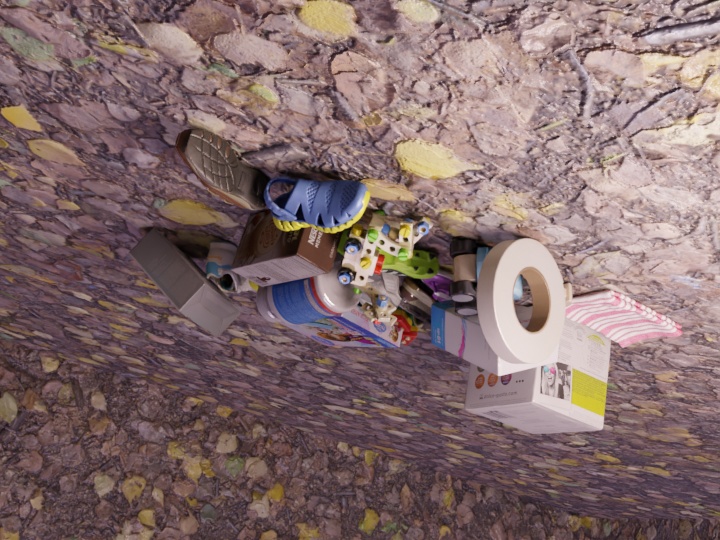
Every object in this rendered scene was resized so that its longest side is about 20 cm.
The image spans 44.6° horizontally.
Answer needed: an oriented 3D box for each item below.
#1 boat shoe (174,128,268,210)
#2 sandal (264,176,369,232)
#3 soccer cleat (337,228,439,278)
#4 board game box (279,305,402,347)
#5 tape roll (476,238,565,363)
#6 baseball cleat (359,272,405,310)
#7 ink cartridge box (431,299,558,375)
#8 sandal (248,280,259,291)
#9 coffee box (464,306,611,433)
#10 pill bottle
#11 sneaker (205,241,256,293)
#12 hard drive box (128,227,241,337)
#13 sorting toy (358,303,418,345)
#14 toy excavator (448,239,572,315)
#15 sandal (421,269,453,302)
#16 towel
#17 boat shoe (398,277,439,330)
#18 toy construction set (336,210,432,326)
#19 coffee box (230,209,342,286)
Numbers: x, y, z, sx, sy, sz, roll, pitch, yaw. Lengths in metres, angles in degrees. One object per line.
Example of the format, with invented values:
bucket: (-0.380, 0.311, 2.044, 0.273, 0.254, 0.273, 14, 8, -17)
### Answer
boat shoe: (-0.225, -0.151, 1.379, 0.073, 0.076, 0.200, 3, 157, 34)
sandal: (-0.077, -0.109, 1.370, 0.199, 0.080, 0.087, -5, 144, 35)
soccer cleat: (0.042, -0.022, 1.561, 0.199, 0.068, 0.081, 16, 166, -11)
board game box: (-0.051, 0.107, 1.776, 0.199, 0.041, 0.200, -2, 157, 39)
tape roll: (0.261, 0.049, 1.408, 0.037, 0.204, 0.202, -7, 151, 46)
baseball cleat: (0.000, 0.000, 1.654, 0.200, 0.106, 0.070, 43, -169, -12)
ink cartridge box: (0.241, 0.112, 1.583, 0.144, 0.085, 0.200, -9, -164, -30)
sandal: (-0.129, -0.001, 1.714, 0.198, 0.080, 0.087, 1, 130, 10)
coffee box: (0.354, 0.202, 1.751, 0.199, 0.199, 0.199, 23, 157, -29)
pill bottle: (-0.100, 0.038, 1.596, 0.112, 0.113, 0.199, 29, 148, -36)
sneaker: (-0.255, 0.013, 1.818, 0.076, 0.081, 0.200, -1, 156, 30)
hard drive box: (-0.356, 0.025, 1.786, 0.200, 0.077, 0.156, 42, 176, 32)
sorting toy: (0.042, 0.100, 1.870, 0.199, 0.070, 0.199, 5, 158, 21)
toy excavator: (0.262, 0.024, 1.515, 0.199, 0.101, 0.195, -2, 158, 15)
sandal: (0.174, 0.053, 1.689, 0.082, 0.050, 0.203, 0, 156, 32)
towel: (0.475, 0.090, 1.625, 0.199, 0.030, 0.146, 24, 157, -25)
boat shoe: (0.130, 0.084, 1.745, 0.201, 0.066, 0.072, 41, -174, -43)
toy construction set: (0.033, -0.011, 1.460, 0.130, 0.201, 0.092, 16, -158, 1)
coffee box: (-0.127, -0.048, 1.528, 0.080, 0.115, 0.199, 31, 153, -34)
